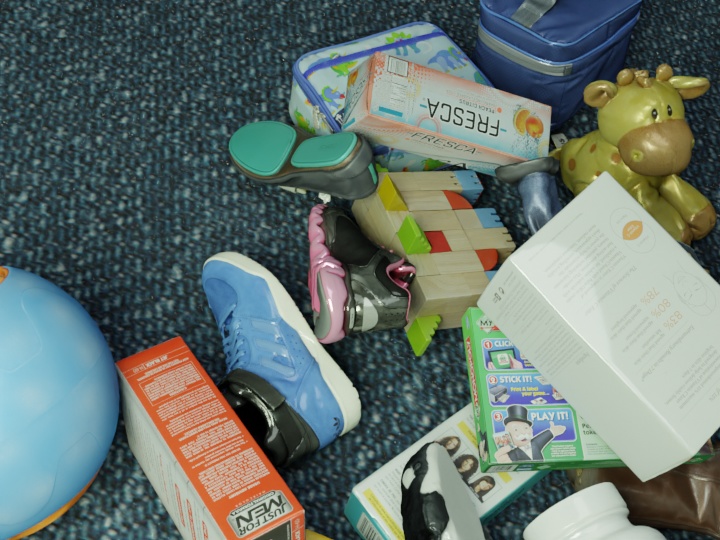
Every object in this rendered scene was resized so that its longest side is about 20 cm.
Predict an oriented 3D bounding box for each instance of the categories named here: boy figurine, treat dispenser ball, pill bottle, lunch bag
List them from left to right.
[{"bbox_3d":[-0.276,0.096,0.746,0.197,0.202,0.203,6,54,-8],"label":"treat dispenser ball"},{"bbox_3d":[0.032,-0.177,1.082,0.198,0.083,0.162,-19,58,-25],"label":"lunch bag"},{"bbox_3d":[0.178,-0.002,0.959,0.063,0.124,0.203,-11,90,19],"label":"boy figurine"},{"bbox_3d":[0.222,-0.269,1.144,0.135,0.133,0.199,36,55,24],"label":"lunch bag"},{"bbox_3d":[0.207,0.270,0.779,0.111,0.113,0.202,-16,60,-22],"label":"pill bottle"}]

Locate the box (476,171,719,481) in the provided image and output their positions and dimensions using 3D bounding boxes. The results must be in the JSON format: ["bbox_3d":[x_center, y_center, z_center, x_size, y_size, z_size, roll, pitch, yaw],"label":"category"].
[{"bbox_3d":[0.212,0.045,0.827,0.124,0.098,0.200,-38,78,-22],"label":"box"}]

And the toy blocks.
[{"bbox_3d":[0.083,-0.022,0.984,0.135,0.100,0.202,-4,53,-28],"label":"toy blocks"}]

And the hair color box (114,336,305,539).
[{"bbox_3d":[-0.114,0.153,0.771,0.061,0.103,0.200,-21,46,-25],"label":"hair color box"}]

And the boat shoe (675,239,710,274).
[{"bbox_3d":[0.316,0.025,0.974,0.197,0.071,0.092,17,89,8],"label":"boat shoe"}]

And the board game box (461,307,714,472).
[{"bbox_3d":[0.190,0.097,0.873,0.197,0.029,0.137,0,64,-11],"label":"board game box"}]

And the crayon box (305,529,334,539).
[{"bbox_3d":[-0.004,0.281,0.766,0.197,0.051,0.128,21,54,4],"label":"crayon box"}]

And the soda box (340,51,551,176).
[{"bbox_3d":[0.083,-0.144,0.988,0.197,0.068,0.065,13,77,-23],"label":"soda box"}]

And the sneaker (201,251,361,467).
[{"bbox_3d":[-0.099,0.076,0.874,0.110,0.077,0.201,-27,70,-38],"label":"sneaker"}]

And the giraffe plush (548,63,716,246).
[{"bbox_3d":[0.282,-0.123,1.042,0.171,0.163,0.200,-31,66,-29],"label":"giraffe plush"}]

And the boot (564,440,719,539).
[{"bbox_3d":[0.284,0.150,0.919,0.197,0.065,0.188,11,51,2],"label":"boot"}]

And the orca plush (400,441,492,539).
[{"bbox_3d":[0.063,0.232,0.763,0.071,0.105,0.202,-32,68,18],"label":"orca plush"}]

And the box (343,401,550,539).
[{"bbox_3d":[0.087,0.170,0.864,0.199,0.049,0.082,-30,66,-28],"label":"box"}]

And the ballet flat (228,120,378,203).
[{"bbox_3d":[-0.053,-0.100,0.999,0.073,0.074,0.198,-37,31,-31],"label":"ballet flat"}]

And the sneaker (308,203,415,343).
[{"bbox_3d":[0.000,0.000,0.919,0.094,0.080,0.201,-3,29,-6],"label":"sneaker"}]
